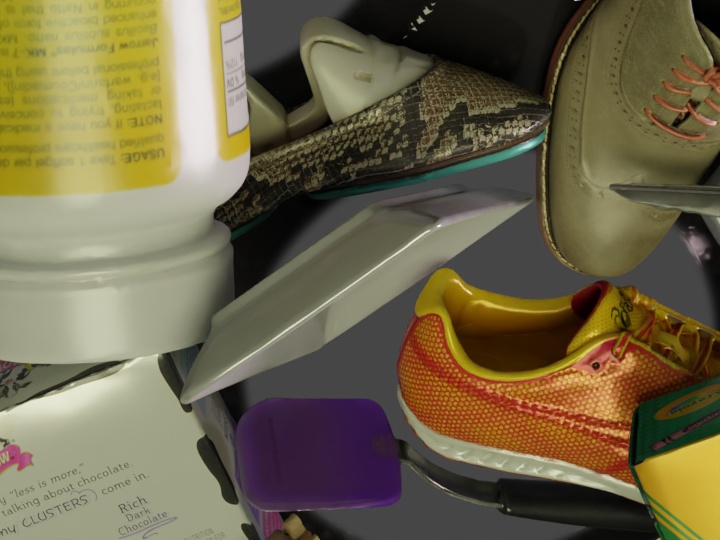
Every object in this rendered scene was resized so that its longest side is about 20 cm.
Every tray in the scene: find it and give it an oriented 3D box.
[{"bbox_3d":[0.000,0.000,0.937,0.107,0.200,0.022,-36,86,13],"label":"tray"}]

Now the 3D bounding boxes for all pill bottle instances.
[{"bbox_3d":[-0.096,-0.076,0.893,0.114,0.114,0.201,-4,102,-3],"label":"pill bottle"}]

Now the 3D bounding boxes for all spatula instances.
[{"bbox_3d":[0.044,0.084,1.050,0.199,0.057,0.021,12,133,-25],"label":"spatula"}]

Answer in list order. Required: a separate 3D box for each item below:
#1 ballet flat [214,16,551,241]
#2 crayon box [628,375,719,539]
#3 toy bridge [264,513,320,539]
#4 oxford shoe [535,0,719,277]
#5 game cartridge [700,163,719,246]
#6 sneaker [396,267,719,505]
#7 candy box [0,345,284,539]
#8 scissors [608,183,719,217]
[{"bbox_3d":[-0.032,-0.049,0.970,0.199,0.068,0.076,-20,106,9],"label":"ballet flat"},{"bbox_3d":[0.211,0.077,0.952,0.199,0.058,0.119,-21,105,14],"label":"crayon box"},{"bbox_3d":[0.017,0.171,1.040,0.067,0.027,0.201,-40,119,-21],"label":"toy bridge"},{"bbox_3d":[0.115,-0.077,0.959,0.070,0.075,0.201,12,116,-12],"label":"oxford shoe"},{"bbox_3d":[0.231,-0.003,0.989,0.200,0.042,0.133,38,97,-5],"label":"game cartridge"},{"bbox_3d":[0.113,0.047,1.013,0.199,0.073,0.077,8,126,-2],"label":"sneaker"},{"bbox_3d":[-0.116,0.120,1.045,0.167,0.072,0.201,-21,118,6],"label":"candy box"},{"bbox_3d":[0.194,-0.024,0.964,0.199,0.014,0.074,22,97,-3],"label":"scissors"}]
